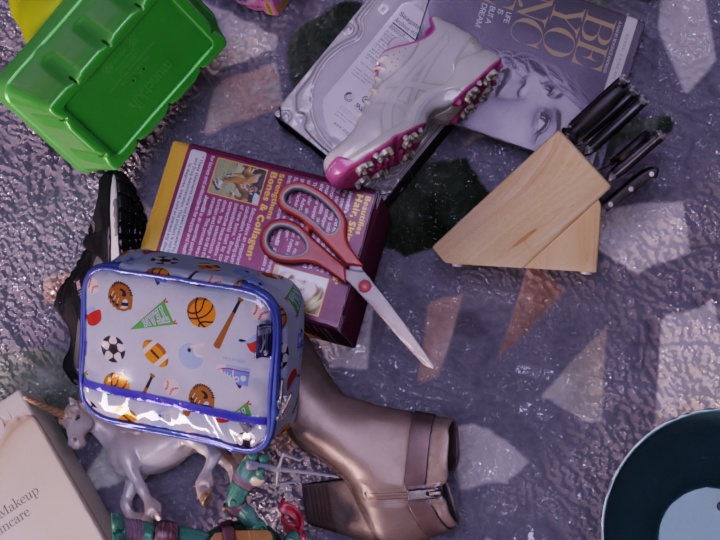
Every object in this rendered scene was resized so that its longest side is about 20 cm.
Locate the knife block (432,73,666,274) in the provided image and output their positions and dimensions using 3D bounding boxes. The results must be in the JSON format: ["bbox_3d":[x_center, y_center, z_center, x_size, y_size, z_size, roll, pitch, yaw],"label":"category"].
[{"bbox_3d":[0.169,-0.089,1.396,0.198,0.064,0.177,3,94,8],"label":"knife block"}]

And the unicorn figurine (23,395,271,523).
[{"bbox_3d":[-0.188,0.165,1.413,0.198,0.074,0.138,-13,66,-11],"label":"unicorn figurine"}]

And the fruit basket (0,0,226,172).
[{"bbox_3d":[-0.248,-0.212,1.477,0.215,0.155,0.217,-28,38,25],"label":"fruit basket"}]

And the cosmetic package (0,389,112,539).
[{"bbox_3d":[-0.288,0.220,1.408,0.103,0.073,0.201,-34,77,0],"label":"cosmetic package"}]

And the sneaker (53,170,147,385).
[{"bbox_3d":[-0.246,0.007,1.448,0.087,0.076,0.202,-6,78,12],"label":"sneaker"}]

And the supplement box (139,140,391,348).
[{"bbox_3d":[-0.086,-0.023,1.416,0.198,0.103,0.132,16,80,10],"label":"supplement box"}]

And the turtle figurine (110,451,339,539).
[{"bbox_3d":[-0.108,0.242,1.329,0.198,0.101,0.151,-8,59,-9],"label":"turtle figurine"}]

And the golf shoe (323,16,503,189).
[{"bbox_3d":[0.032,-0.147,1.374,0.200,0.075,0.092,-38,79,-25],"label":"golf shoe"}]

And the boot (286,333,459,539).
[{"bbox_3d":[0.013,0.143,1.374,0.145,0.070,0.202,-7,97,21],"label":"boot"}]

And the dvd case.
[{"bbox_3d":[0.147,-0.190,1.436,0.198,0.016,0.150,19,85,-5],"label":"dvd case"}]

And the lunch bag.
[{"bbox_3d":[-0.142,0.072,1.335,0.198,0.076,0.162,11,106,18],"label":"lunch bag"}]

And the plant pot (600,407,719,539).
[{"bbox_3d":[0.296,0.222,1.301,0.198,0.135,0.202,-1,78,6],"label":"plant pot"}]

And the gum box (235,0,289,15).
[{"bbox_3d":[-0.064,-0.345,1.474,0.066,0.114,0.201,31,83,12],"label":"gum box"}]

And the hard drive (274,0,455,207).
[{"bbox_3d":[0.033,-0.178,1.467,0.139,0.038,0.200,39,85,12],"label":"hard drive"}]

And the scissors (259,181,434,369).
[{"bbox_3d":[0.000,0.000,1.341,0.199,0.014,0.073,35,83,13],"label":"scissors"}]
